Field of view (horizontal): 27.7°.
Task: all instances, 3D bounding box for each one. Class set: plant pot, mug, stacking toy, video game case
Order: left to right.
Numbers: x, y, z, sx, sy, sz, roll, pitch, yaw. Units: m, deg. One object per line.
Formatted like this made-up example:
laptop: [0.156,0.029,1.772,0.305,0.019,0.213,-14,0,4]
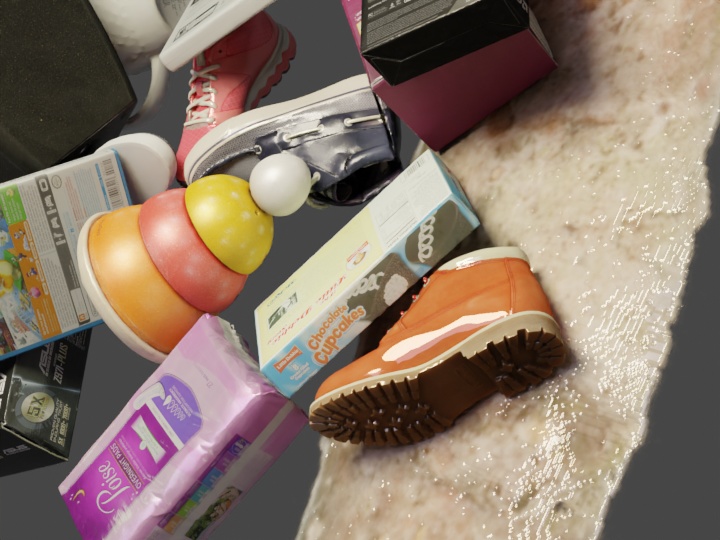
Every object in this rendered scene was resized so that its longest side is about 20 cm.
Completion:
plant pot: [-0.324,-0.153,1.342,0.200,0.177,0.199,-46,1,-37]
video game case: [-0.284,-0.007,1.253,0.198,0.145,0.018,-20,20,-21]
mug: [-0.240,-0.241,1.457,0.174,0.147,0.203,-1,93,36]
stacking toy: [-0.120,-0.028,1.196,0.199,0.146,0.147,-34,47,22]
video game case: [-0.080,-0.275,1.287,0.199,0.023,0.183,-28,28,33]

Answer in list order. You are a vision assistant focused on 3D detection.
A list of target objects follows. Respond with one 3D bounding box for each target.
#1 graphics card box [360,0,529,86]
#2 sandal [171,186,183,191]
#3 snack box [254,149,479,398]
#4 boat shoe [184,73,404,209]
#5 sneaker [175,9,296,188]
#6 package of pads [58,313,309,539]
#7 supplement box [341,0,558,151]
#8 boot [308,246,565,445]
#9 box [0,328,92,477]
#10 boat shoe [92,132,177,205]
graphics card box: [0.063,-0.250,1.115,0.124,0.051,0.202,-20,51,28]
sandal: [-0.167,-0.042,1.318,0.201,0.050,0.083,-32,47,18]
snack box: [0.000,0.000,1.135,0.200,0.037,0.116,-42,20,10]
boat shoe: [-0.055,-0.088,1.225,0.198,0.075,0.094,-23,53,12]
sneaker: [-0.133,-0.166,1.330,0.073,0.087,0.202,-3,52,38]
package of pads: [-0.144,0.146,1.162,0.200,0.076,0.121,-49,42,3]
supplement box: [0.063,-0.223,1.208,0.130,0.103,0.201,-32,46,18]
boot: [0.049,0.055,1.070,0.198,0.075,0.108,-25,46,15]
box: [-0.339,0.084,1.354,0.162,0.086,0.202,-15,55,31]
boat shoe: [-0.216,-0.086,1.348,0.066,0.072,0.200,-55,10,-35]
